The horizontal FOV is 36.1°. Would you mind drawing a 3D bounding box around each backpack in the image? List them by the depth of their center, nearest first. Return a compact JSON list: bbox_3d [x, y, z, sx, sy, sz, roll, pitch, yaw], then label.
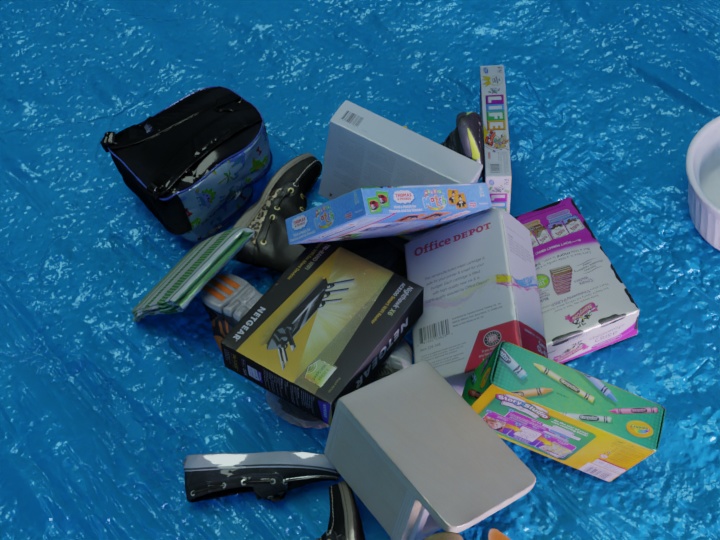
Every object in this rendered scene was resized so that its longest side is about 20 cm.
[{"bbox_3d":[-0.229,-0.156,1.573,0.200,0.147,0.183,-37,55,-15],"label":"backpack"}]

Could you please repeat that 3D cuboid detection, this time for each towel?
[{"bbox_3d":[-0.224,0.006,1.455,0.023,0.200,0.153,47,66,-14],"label":"towel"}]

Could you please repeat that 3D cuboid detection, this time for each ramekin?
[{"bbox_3d":[0.521,-0.107,1.431,0.200,0.098,0.201,-5,54,7],"label":"ramekin"}]

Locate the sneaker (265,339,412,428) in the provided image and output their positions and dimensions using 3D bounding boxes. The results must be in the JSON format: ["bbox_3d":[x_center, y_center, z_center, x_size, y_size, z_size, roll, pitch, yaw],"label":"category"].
[{"bbox_3d":[-0.020,0.136,1.384,0.200,0.078,0.099,-14,19,16],"label":"sneaker"}]

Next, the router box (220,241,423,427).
[{"bbox_3d":[-0.042,0.067,1.305,0.157,0.052,0.200,26,55,21],"label":"router box"}]

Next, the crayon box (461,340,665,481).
[{"bbox_3d":[0.222,0.161,1.241,0.200,0.119,0.058,23,60,-4],"label":"crayon box"}]

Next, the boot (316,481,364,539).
[{"bbox_3d":[-0.069,0.337,1.234,0.150,0.073,0.200,-8,57,6],"label":"boot"}]

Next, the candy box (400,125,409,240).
[{"bbox_3d":[0.033,-0.118,1.573,0.102,0.026,0.200,-12,54,4],"label":"candy box"}]

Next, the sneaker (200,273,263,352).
[{"bbox_3d":[-0.118,0.088,1.400,0.078,0.112,0.200,-36,53,-27],"label":"sneaker"}]

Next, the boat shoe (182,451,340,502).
[{"bbox_3d":[-0.115,0.249,1.322,0.200,0.069,0.057,-3,73,10],"label":"boat shoe"}]

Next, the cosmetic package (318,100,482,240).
[{"bbox_3d":[0.048,-0.118,1.450,0.200,0.151,0.052,27,53,10],"label":"cosmetic package"}]

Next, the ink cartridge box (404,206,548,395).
[{"bbox_3d":[0.141,0.043,1.356,0.147,0.086,0.200,-20,57,30],"label":"ink cartridge box"}]

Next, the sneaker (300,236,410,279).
[{"bbox_3d":[0.000,0.000,1.423,0.199,0.076,0.114,24,59,-24],"label":"sneaker"}]

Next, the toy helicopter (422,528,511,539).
[{"bbox_3d":[0.123,0.312,1.143,0.132,0.200,0.079,-21,52,16],"label":"toy helicopter"}]

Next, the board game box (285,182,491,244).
[{"bbox_3d":[0.034,-0.068,1.327,0.200,0.151,0.037,-5,81,-40],"label":"board game box"}]

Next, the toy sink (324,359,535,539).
[{"bbox_3d":[0.073,0.220,1.222,0.130,0.112,0.200,-22,52,-33],"label":"toy sink"}]

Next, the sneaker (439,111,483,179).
[{"bbox_3d":[0.117,-0.142,1.462,0.081,0.200,0.074,2,63,-3],"label":"sneaker"}]

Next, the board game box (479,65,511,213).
[{"bbox_3d":[0.183,-0.162,1.509,0.034,0.135,0.200,-2,55,5],"label":"board game box"}]

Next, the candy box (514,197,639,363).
[{"bbox_3d":[0.251,0.015,1.417,0.136,0.061,0.200,-20,53,-3],"label":"candy box"}]

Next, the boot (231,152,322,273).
[{"bbox_3d":[-0.074,-0.065,1.527,0.150,0.073,0.200,26,57,22],"label":"boot"}]
